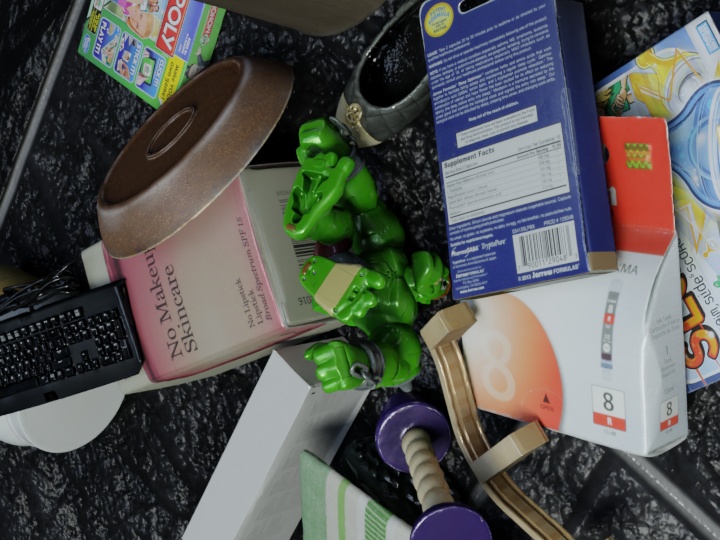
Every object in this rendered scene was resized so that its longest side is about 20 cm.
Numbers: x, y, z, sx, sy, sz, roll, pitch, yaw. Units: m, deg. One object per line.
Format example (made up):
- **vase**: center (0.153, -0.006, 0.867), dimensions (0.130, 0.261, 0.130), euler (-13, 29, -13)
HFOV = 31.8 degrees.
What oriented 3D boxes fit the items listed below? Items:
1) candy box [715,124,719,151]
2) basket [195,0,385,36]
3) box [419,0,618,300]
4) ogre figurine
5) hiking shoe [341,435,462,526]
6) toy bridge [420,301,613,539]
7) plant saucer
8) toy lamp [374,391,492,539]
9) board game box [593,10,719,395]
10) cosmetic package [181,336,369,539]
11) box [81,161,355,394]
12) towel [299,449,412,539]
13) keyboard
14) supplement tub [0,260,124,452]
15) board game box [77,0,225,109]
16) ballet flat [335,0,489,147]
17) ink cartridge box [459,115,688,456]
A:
- **candy box**: center (0.299, -0.041, 0.661), dimensions (0.199, 0.055, 0.116), euler (-11, 87, 26)
- **basket**: center (-0.075, -0.247, 0.876), dimensions (0.180, 0.200, 0.136), euler (-49, 66, 34)
- **box**: center (0.096, -0.088, 0.797), dimensions (0.121, 0.032, 0.201), euler (-13, 82, 51)
- **ogre figurine**: center (0.000, 0.000, 0.877), dimensions (0.098, 0.120, 0.200), euler (-36, 55, 11)
- **hiking shoe**: center (0.047, 0.207, 0.917), dimensions (0.200, 0.074, 0.087), euler (45, 122, 27)
- **toy bridge**: center (0.097, 0.121, 0.831), dimensions (0.200, 0.027, 0.067), euler (59, 148, 13)
- **plant saucer**: center (-0.135, -0.096, 0.965), dimensions (0.200, 0.201, 0.034), euler (-22, 125, 39)
- **toy lamp**: center (0.043, 0.136, 0.854), dimensions (0.058, 0.200, 0.058), euler (-1, 108, -4)
- **board game box**: center (0.208, -0.037, 0.776), dimensions (0.135, 0.034, 0.200), euler (-33, 76, 38)
- **cosmetic package**: center (-0.066, 0.147, 0.998), dimensions (0.051, 0.082, 0.200), euler (42, 119, 27)
- **box**: center (-0.108, 0.007, 0.996), dimensions (0.200, 0.109, 0.128), euler (-23, 81, 39)
- **towel**: center (0.030, 0.231, 0.891), dimensions (0.200, 0.023, 0.153), euler (29, 132, 40)
- **keyboard**: center (-0.269, 0.057, 1.017), dimensions (0.200, 0.040, 0.104), euler (-18, 85, 28)
- **supplement tub**: center (-0.323, 0.074, 1.159), dimensions (0.200, 0.144, 0.145), euler (20, 108, 36)
- **board game box**: center (-0.164, -0.247, 1.061), dimensions (0.134, 0.029, 0.200), euler (36, 117, 31)
- **ballet flat**: center (0.037, -0.162, 0.886), dimensions (0.067, 0.057, 0.200), euler (53, 125, 17)
- **ink cartridge box**: center (0.127, 0.005, 0.801), dimensions (0.162, 0.050, 0.201), euler (11, 114, 52)
